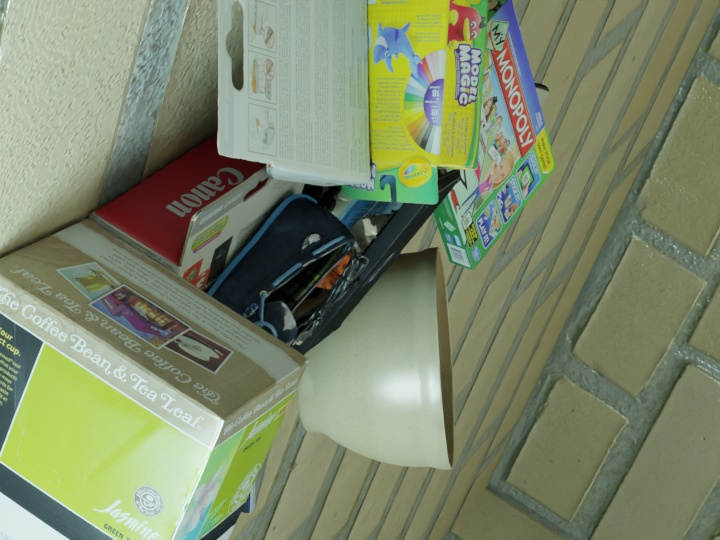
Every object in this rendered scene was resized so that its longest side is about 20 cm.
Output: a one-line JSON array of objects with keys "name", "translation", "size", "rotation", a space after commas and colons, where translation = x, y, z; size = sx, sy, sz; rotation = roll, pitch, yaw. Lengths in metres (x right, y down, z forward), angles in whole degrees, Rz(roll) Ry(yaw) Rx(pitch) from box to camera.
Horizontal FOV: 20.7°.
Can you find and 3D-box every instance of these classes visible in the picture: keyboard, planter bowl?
[{"name": "keyboard", "translation": [0.000, 0.000, 1.588], "size": [0.200, 0.021, 0.127], "rotation": [-52, 171, 32]}, {"name": "planter bowl", "translation": [0.012, 0.082, 1.778], "size": [0.200, 0.134, 0.201], "rotation": [-3, 90, -84]}]

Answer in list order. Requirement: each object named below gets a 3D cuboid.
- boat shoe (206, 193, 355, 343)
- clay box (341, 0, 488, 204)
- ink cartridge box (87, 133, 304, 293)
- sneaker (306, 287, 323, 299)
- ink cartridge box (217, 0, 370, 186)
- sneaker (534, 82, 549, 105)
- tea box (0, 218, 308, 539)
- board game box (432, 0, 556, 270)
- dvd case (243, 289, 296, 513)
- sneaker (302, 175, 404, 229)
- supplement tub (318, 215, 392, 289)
[{"name": "boat shoe", "translation": [-0.075, 0.028, 1.485], "size": [0.200, 0.069, 0.084], "rotation": [-56, 167, -17]}, {"name": "clay box", "translation": [0.040, -0.152, 1.498], "size": [0.048, 0.115, 0.200], "rotation": [0, 95, -42]}, {"name": "ink cartridge box", "translation": [-0.130, -0.027, 1.502], "size": [0.200, 0.084, 0.176], "rotation": [-40, 157, -55]}, {"name": "sneaker", "translation": [-0.088, 0.045, 1.852], "size": [0.200, 0.076, 0.114], "rotation": [-59, 166, -12]}, {"name": "ink cartridge box", "translation": [-0.061, -0.150, 1.427], "size": [0.200, 0.057, 0.163], "rotation": [5, 83, -55]}, {"name": "sneaker", "translation": [0.090, -0.115, 1.699], "size": [0.200, 0.076, 0.116], "rotation": [6, 93, -49]}, {"name": "tea box", "translation": [-0.177, 0.106, 1.369], "size": [0.134, 0.200, 0.197], "rotation": [-33, 152, -60]}, {"name": "board game box", "translation": [0.099, -0.115, 1.639], "size": [0.135, 0.029, 0.200], "rotation": [-49, 141, -25]}, {"name": "dvd case", "translation": [-0.079, 0.093, 1.613], "size": [0.200, 0.025, 0.151], "rotation": [98, 5, -60]}, {"name": "sneaker", "translation": [-0.001, -0.057, 1.635], "size": [0.090, 0.078, 0.200], "rotation": [29, 109, -41]}, {"name": "supplement tub", "translation": [-0.001, -0.088, 1.755], "size": [0.200, 0.122, 0.123], "rotation": [-53, 166, -22]}]
